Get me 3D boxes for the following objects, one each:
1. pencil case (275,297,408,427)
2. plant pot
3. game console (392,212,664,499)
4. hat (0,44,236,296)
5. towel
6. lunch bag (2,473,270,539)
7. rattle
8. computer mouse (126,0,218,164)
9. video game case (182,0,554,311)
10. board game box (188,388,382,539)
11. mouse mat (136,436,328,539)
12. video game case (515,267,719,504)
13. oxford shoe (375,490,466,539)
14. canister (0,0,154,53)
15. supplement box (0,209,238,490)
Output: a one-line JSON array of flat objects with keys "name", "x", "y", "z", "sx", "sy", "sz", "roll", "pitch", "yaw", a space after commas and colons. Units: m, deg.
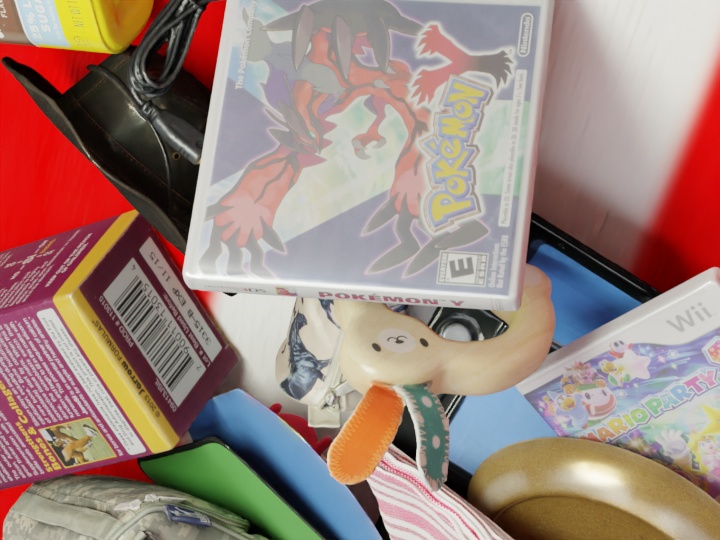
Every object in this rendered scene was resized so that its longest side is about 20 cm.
[{"name": "pencil case", "x": 0.000, "y": 0.000, "z": 1.558, "sx": 0.078, "sy": 0.090, "sz": 0.200, "roll": 1, "pitch": 134, "yaw": -14}, {"name": "plant pot", "x": 0.149, "y": 0.180, "z": 1.539, "sx": 0.200, "sy": 0.028, "sz": 0.200, "roll": 20, "pitch": 140, "yaw": 18}, {"name": "game console", "x": 0.126, "y": 0.081, "z": 1.528, "sx": 0.200, "sy": 0.116, "sz": 0.176, "roll": 32, "pitch": 96, "yaw": 3}, {"name": "hat", "x": -0.121, "y": -0.081, "z": 1.556, "sx": 0.201, "sy": 0.081, "sz": 0.201, "roll": 45, "pitch": 180, "yaw": 0}, {"name": "towel", "x": 0.064, "y": 0.196, "z": 1.580, "sx": 0.146, "sy": 0.030, "sz": 0.200, "roll": 36, "pitch": 157, "yaw": 37}, {"name": "lunch bag", "x": -0.142, "y": 0.212, "z": 1.736, "sx": 0.168, "sy": 0.139, "sz": 0.200, "roll": 43, "pitch": 162, "yaw": -25}, {"name": "rattle", "x": 0.046, "y": 0.009, "z": 1.386, "sx": 0.130, "sy": 0.200, "sz": 0.143, "roll": 38, "pitch": 126, "yaw": 5}, {"name": "computer mouse", "x": -0.035, "y": -0.104, "z": 1.464, "sx": 0.200, "sy": 0.141, "sz": 0.046, "roll": 34, "pitch": 180, "yaw": 0}, {"name": "video game case", "x": 0.007, "y": -0.079, "z": 1.399, "sx": 0.182, "sy": 0.200, "sz": 0.023, "roll": 4, "pitch": 159, "yaw": 10}, {"name": "board game box", "x": -0.038, "y": 0.134, "z": 1.703, "sx": 0.158, "sy": 0.039, "sz": 0.200, "roll": 51, "pitch": 157, "yaw": -6}, {"name": "mouse mat", "x": -0.070, "y": 0.174, "z": 1.742, "sx": 0.161, "sy": 0.008, "sz": 0.200, "roll": 45, "pitch": 158, "yaw": -10}, {"name": "video game case", "x": 0.204, "y": 0.103, "z": 1.487, "sx": 0.143, "sy": 0.018, "sz": 0.200, "roll": -30, "pitch": 111, "yaw": 30}, {"name": "oxford shoe", "x": 0.056, "y": 0.160, "z": 1.683, "sx": 0.071, "sy": 0.071, "sz": 0.200, "roll": 17, "pitch": 143, "yaw": -4}, {"name": "canister", "x": -0.231, "y": -0.203, "z": 1.523, "sx": 0.200, "sy": 0.087, "sz": 0.149, "roll": 7, "pitch": 129, "yaw": 23}, {"name": "supplement box", "x": -0.204, "y": 0.057, "z": 1.710, "sx": 0.200, "sy": 0.103, "sz": 0.131, "roll": -14, "pitch": 118, "yaw": 36}]
